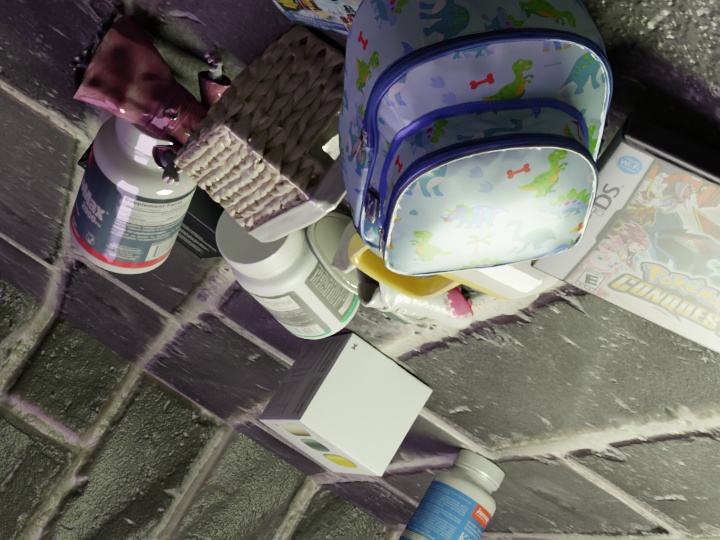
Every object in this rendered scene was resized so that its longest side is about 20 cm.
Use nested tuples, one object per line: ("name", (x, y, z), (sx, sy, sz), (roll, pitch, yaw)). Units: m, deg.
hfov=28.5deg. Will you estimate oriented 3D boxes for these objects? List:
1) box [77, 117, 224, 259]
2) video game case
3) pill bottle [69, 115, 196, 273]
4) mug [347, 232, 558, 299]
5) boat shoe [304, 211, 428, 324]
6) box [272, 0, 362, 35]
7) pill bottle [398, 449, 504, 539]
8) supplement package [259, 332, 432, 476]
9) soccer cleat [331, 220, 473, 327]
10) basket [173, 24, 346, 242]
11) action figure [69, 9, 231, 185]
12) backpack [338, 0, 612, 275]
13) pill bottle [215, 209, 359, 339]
("box", (-0.221, -0.102, 1.701), (0.200, 0.079, 0.141), (39, 164, -22))
("video game case", (0.250, -0.016, 1.055), (0.200, 0.026, 0.181), (25, 145, -2))
("pill bottle", (-0.236, -0.102, 1.528), (0.120, 0.120, 0.200), (31, 133, 2))
("mug", (0.093, -0.051, 1.190), (0.153, 0.150, 0.187), (30, 167, -26))
("boat shoe", (0.000, 0.000, 1.612), (0.200, 0.073, 0.062), (36, 160, -34))
("box", (-0.002, -0.219, 1.027), (0.200, 0.040, 0.137), (19, 159, 36))
("pill bottle", (0.146, 0.390, 2.255), (0.112, 0.200, 0.112), (29, 164, 9))
("supplement package", (-0.026, 0.199, 2.096), (0.152, 0.151, 0.200), (36, 163, -14))
("soccer cleat", (0.043, 0.020, 1.565), (0.200, 0.086, 0.070), (42, 161, -31))
("basket", (-0.069, -0.122, 1.277), (0.123, 0.136, 0.200), (40, 162, -13))
("action figure", (-0.198, -0.155, 1.406), (0.200, 0.134, 0.149), (39, 164, -16))
("backpack", (0.081, -0.098, 0.953), (0.183, 0.147, 0.200), (-7, 142, -7))
("pill bottle", (-0.083, -0.007, 1.645), (0.113, 0.113, 0.200), (22, 165, 29))
